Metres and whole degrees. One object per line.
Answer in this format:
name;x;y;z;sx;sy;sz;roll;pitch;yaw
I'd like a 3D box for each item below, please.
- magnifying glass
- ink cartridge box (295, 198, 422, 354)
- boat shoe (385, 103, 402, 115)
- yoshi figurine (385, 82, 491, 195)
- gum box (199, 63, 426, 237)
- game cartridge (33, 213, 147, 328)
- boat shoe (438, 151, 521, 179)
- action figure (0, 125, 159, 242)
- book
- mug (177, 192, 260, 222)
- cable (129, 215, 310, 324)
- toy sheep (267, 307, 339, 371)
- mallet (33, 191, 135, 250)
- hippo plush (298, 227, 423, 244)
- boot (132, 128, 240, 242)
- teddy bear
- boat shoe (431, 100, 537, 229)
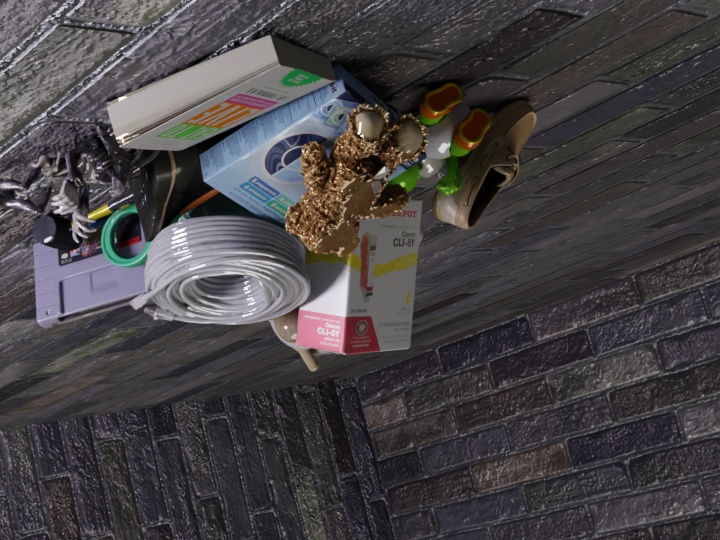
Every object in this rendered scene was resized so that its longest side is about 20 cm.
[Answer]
magnifying glass;-0.252;-0.071;1.581;0.200;0.080;0.022;-30;160;21
ink cartridge box;0.000;0.000;1.570;0.083;0.200;0.145;7;-175;38
boat shoe;-0.044;-0.147;1.481;0.200;0.072;0.068;-22;168;18
yoshi figurine;0.076;-0.147;1.539;0.112;0.113;0.200;3;161;-18
gum box;-0.053;-0.130;1.407;0.200;0.045;0.170;-30;144;22
game cartridge;-0.341;-0.009;1.643;0.200;0.130;0.038;-16;155;8
boat shoe;0.144;-0.142;1.711;0.086;0.075;0.202;-35;173;32
action figure;-0.317;-0.089;1.340;0.200;0.102;0.119;-13;155;2
book;-0.141;-0.181;1.276;0.200;0.048;0.134;-21;171;23
mug;-0.186;-0.032;1.656;0.114;0.152;0.185;-3;162;-27
cable;-0.162;0.003;1.499;0.200;0.069;0.200;12;149;-25
toy sheep;-0.052;0.055;1.688;0.138;0.138;0.200;-21;-179;29
mallet;-0.330;-0.079;1.565;0.200;0.041;0.066;-25;163;26
hippo plush;-0.020;-0.075;1.759;0.200;0.160;0.161;0;154;16
boot;-0.197;-0.101;1.488;0.138;0.078;0.200;-16;166;-22
teddy bear;-0.007;-0.107;1.373;0.145;0.067;0.200;-6;138;-22
boat shoe;0.176;-0.134;1.597;0.064;0.200;0.071;27;164;38
